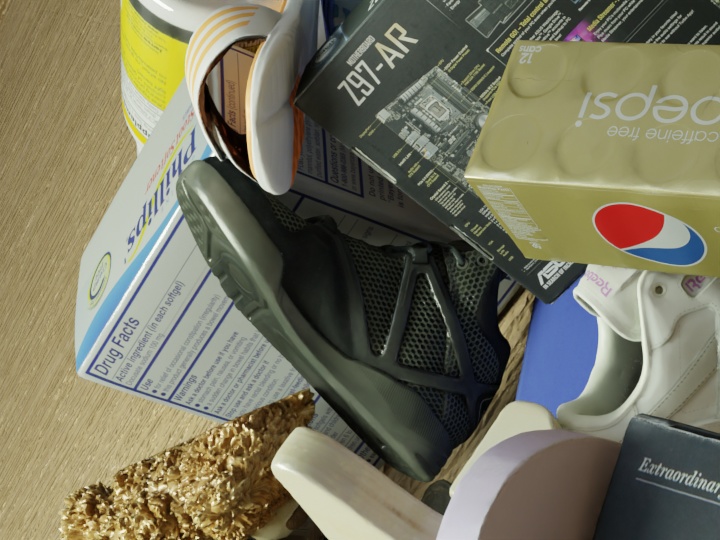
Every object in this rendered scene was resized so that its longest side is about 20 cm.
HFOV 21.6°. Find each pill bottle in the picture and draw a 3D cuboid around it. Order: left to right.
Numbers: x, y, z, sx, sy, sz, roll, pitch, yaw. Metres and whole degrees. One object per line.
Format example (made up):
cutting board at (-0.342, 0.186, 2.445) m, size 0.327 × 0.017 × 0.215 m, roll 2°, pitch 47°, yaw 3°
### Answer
pill bottle at (-0.085, -0.127, 1.115) m, size 0.200 × 0.114 × 0.115 m, roll 100°, pitch 177°, yaw -57°

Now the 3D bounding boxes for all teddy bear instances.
teddy bear at (-0.088, 0.124, 1.015) m, size 0.199 × 0.145 × 0.067 m, roll -25°, pitch 88°, yaw 34°

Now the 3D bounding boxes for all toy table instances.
toy table at (0.055, 0.133, 0.691) m, size 0.117 × 0.201 × 0.184 m, roll 9°, pitch 42°, yaw 47°

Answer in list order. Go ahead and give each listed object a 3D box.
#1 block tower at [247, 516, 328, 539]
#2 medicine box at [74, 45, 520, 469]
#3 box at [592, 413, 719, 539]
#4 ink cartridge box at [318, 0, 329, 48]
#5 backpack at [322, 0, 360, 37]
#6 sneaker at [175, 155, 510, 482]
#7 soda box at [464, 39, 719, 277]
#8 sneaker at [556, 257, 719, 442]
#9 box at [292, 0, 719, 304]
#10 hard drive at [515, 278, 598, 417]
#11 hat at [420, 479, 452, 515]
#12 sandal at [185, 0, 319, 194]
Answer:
block tower at (-0.056, 0.172, 1.035) m, size 0.200 × 0.057 × 0.054 m, roll -62°, pitch -27°, yaw -73°
medicine box at (-0.035, -0.004, 1.062) m, size 0.182 × 0.199 × 0.103 m, roll -54°, pitch 26°, yaw 34°
box at (0.137, 0.163, 0.582) m, size 0.148 × 0.107 × 0.201 m, roll 13°, pitch 83°, yaw 55°
ink cartridge box at (0.010, -0.106, 1.191) m, size 0.044 × 0.094 × 0.201 m, roll -57°, pitch 24°, yaw 32°
backpack at (0.070, -0.177, 0.990) m, size 0.200 × 0.182 × 0.148 m, roll 117°, pitch 158°, yaw -44°
sneaker at (0.000, 0.000, 0.956) m, size 0.114 × 0.199 × 0.076 m, roll -47°, pitch 8°, yaw -15°
soda box at (0.144, -0.040, 0.703) m, size 0.199 × 0.064 × 0.068 m, roll 7°, pitch 64°, yaw 34°
sneaker at (0.147, -0.004, 0.759) m, size 0.201 × 0.099 × 0.075 m, roll -67°, pitch 19°, yaw 3°
box at (0.092, -0.103, 0.846) m, size 0.200 × 0.160 × 0.044 m, roll -47°, pitch 15°, yaw 26°
hard drive at (0.112, 0.062, 0.887) m, size 0.132 × 0.025 × 0.201 m, roll -27°, pitch 47°, yaw 60°
hat at (-0.006, 0.185, 0.922) m, size 0.201 × 0.080 × 0.202 m, roll -167°, pitch 90°, yaw -87°
sandal at (-0.056, -0.095, 0.932) m, size 0.207 × 0.059 × 0.080 m, roll -81°, pitch -6°, yaw -69°
